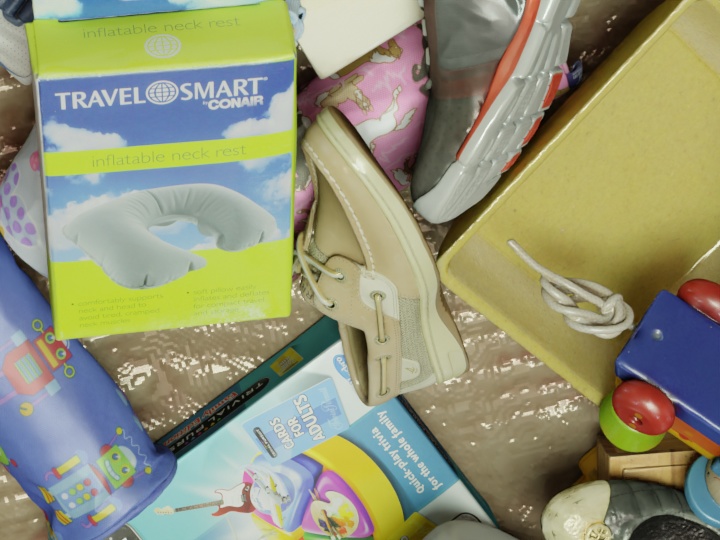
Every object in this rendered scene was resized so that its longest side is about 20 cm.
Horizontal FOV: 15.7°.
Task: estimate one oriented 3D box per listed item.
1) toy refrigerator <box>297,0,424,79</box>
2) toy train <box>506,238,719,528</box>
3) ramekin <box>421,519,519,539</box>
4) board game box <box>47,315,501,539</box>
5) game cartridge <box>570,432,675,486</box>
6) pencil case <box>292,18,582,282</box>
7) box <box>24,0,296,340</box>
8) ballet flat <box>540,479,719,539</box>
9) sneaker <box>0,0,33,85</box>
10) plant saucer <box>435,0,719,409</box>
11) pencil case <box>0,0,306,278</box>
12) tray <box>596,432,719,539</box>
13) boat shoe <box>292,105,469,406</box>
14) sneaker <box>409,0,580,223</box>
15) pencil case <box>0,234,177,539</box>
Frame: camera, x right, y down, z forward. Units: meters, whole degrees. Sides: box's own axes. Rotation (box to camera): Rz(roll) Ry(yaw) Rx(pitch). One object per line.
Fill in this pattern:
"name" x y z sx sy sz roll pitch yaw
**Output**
"toy refrigerator" 0.043 -0.185 1.322 0.200 0.076 0.070 -31 110 3
"toy train" 0.150 0.057 1.358 0.200 0.116 0.085 34 66 4
"ramekin" 0.085 0.220 1.361 0.200 0.201 0.098 34 101 -17
"board game box" -0.047 0.142 1.430 0.200 0.047 0.151 -37 109 4
"game cartridge" 0.239 0.134 1.484 0.176 0.032 0.200 -40 107 5
"pencil case" 0.014 -0.077 1.350 0.200 0.083 0.087 -33 95 2
"box" -0.091 -0.054 1.232 0.121 0.048 0.200 -6 137 -8
"ballet flat" 0.189 0.165 1.403 0.199 0.057 0.067 24 102 -13
"sneaker" -0.136 -0.164 1.306 0.199 0.081 0.147 2 117 -14
"plant saucer" 0.151 -0.037 1.376 0.200 0.048 0.200 -46 132 7
"pencil case" -0.107 -0.080 1.295 0.090 0.083 0.200 15 130 -29
"tray" 0.184 0.189 1.458 0.098 0.037 0.201 -4 108 -6
"boat shoe" 0.000 0.000 1.306 0.065 0.072 0.200 -28 141 -4
"sneaker" 0.059 -0.123 1.278 0.082 0.077 0.201 26 99 17
"pencil case" -0.180 0.049 1.352 0.078 0.087 0.200 -40 104 -21
